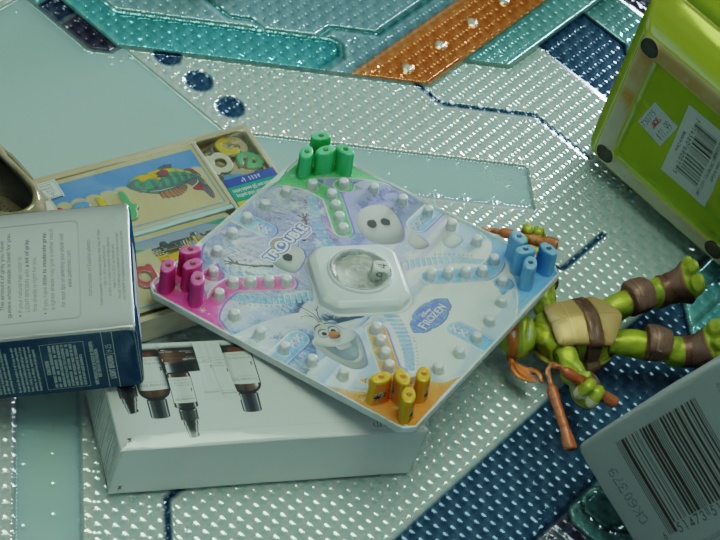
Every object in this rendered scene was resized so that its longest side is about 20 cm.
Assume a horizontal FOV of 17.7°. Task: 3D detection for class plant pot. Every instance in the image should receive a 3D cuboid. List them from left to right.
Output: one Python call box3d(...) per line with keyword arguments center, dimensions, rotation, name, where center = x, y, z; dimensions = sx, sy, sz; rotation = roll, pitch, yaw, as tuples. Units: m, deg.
box3d(center=(0.290, -0.122, 1.650), dimensions=(0.181, 0.200, 0.199), rotation=(-35, 69, -32), name="plant pot")

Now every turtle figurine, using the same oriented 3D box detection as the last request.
box3d(center=(0.159, 0.046, 1.541), dimensions=(0.161, 0.064, 0.200), rotation=(-5, 45, -16), name="turtle figurine")

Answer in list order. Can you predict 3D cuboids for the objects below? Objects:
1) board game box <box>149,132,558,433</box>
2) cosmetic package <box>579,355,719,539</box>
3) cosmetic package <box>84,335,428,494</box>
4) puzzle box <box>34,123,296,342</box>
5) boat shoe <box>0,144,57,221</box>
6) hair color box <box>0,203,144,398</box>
box3d(center=(0.000, 0.000, 1.488), dimensions=(0.200, 0.026, 0.200), rotation=(28, 43, 19), name="board game box")
box3d(center=(0.283, 0.114, 1.437), dimensions=(0.200, 0.165, 0.165), rotation=(-26, 82, -34), name="cosmetic package")
box3d(center=(-0.065, 0.087, 1.438), dimensions=(0.200, 0.051, 0.083), rotation=(-3, 53, -21), name="cosmetic package")
box3d(center=(-0.130, -0.021, 1.524), dimensions=(0.200, 0.025, 0.133), rotation=(-18, 60, -31), name="puzzle box")
box3d(center=(-0.268, -0.075, 1.473), dimensions=(0.200, 0.065, 0.072), rotation=(37, 69, 25), name="boat shoe")
box3d(center=(-0.234, 0.023, 1.391), dimensions=(0.200, 0.061, 0.100), rotation=(-5, 51, -3), name="hair color box")
